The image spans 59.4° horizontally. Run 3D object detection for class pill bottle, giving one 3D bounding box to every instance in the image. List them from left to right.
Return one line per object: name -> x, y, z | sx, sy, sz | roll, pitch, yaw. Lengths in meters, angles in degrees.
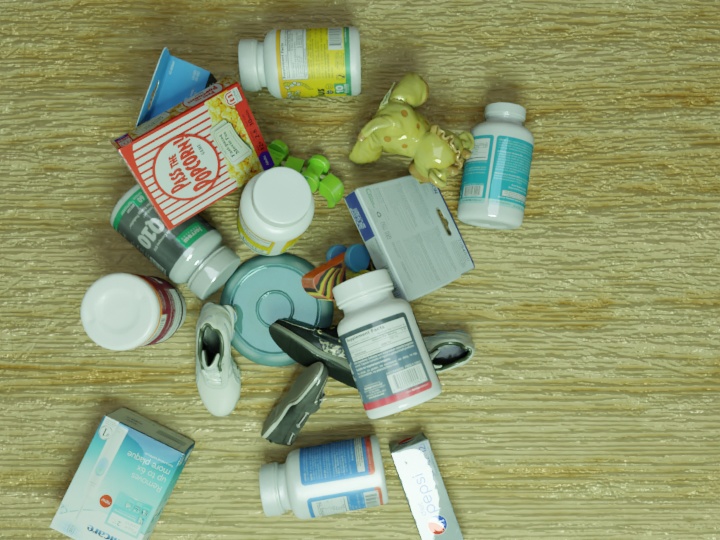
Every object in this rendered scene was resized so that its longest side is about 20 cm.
pill bottle -> -0.349, 0.064, 1.003 | 0.114, 0.200, 0.114 | 0, 87, -1
pill bottle -> -0.305, -0.051, 1.053 | 0.200, 0.113, 0.113 | 41, 87, 1
pill bottle -> -0.135, -0.094, 0.998 | 0.113, 0.200, 0.113 | 2, 82, -13
pill bottle -> -0.101, -0.351, 1.071 | 0.200, 0.113, 0.113 | -2, 87, -1
pill bottle -> -0.060, 0.342, 1.037 | 0.200, 0.112, 0.112 | -9, 87, -1
pill bottle -> 0.033, 0.106, 0.942 | 0.119, 0.120, 0.200 | -20, 81, -2
pill bottle -> 0.231, -0.175, 1.066 | 0.111, 0.111, 0.200 | 10, 87, 0

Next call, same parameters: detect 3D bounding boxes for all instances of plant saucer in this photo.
plant saucer -> -0.147, 0.067, 1.093 | 0.200, 0.027, 0.200 | 0, 86, 0

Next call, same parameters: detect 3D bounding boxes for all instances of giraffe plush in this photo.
giraffe plush -> 0.095, -0.212, 1.025 | 0.162, 0.200, 0.173 | 37, 89, -3

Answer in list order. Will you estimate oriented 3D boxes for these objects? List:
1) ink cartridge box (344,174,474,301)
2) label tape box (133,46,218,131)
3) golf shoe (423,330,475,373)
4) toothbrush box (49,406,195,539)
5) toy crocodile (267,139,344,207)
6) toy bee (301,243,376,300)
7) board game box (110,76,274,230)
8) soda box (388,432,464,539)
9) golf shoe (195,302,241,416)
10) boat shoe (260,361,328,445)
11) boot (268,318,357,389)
ink cartridge box -> 0.087, -0.060, 1.058 | 0.200, 0.041, 0.200 | -21, 85, -44
label tape box -> -0.280, -0.249, 1.019 | 0.066, 0.200, 0.143 | 18, 87, 2
golf shoe -> 0.095, 0.144, 1.057 | 0.200, 0.097, 0.078 | -16, 89, 0
toothbrush box -> -0.390, 0.352, 1.047 | 0.146, 0.085, 0.200 | 27, 88, 1
toy crocodile -> -0.122, -0.172, 1.091 | 0.200, 0.062, 0.068 | 21, 48, 2
toy bee -> 0.000, 0.000, 1.058 | 0.200, 0.131, 0.109 | -34, 113, -13
board game box -> -0.248, -0.177, 0.962 | 0.200, 0.046, 0.152 | -35, 132, -15
soda box -> 0.112, 0.382, 1.060 | 0.068, 0.063, 0.200 | -20, 88, -3
golf shoe -> -0.244, 0.157, 1.034 | 0.078, 0.097, 0.200 | -1, 104, 2
boat shoe -> -0.095, 0.221, 1.036 | 0.057, 0.067, 0.200 | 29, 124, -16
boot -> -0.033, 0.097, 1.056 | 0.203, 0.074, 0.154 | 25, 58, 11
